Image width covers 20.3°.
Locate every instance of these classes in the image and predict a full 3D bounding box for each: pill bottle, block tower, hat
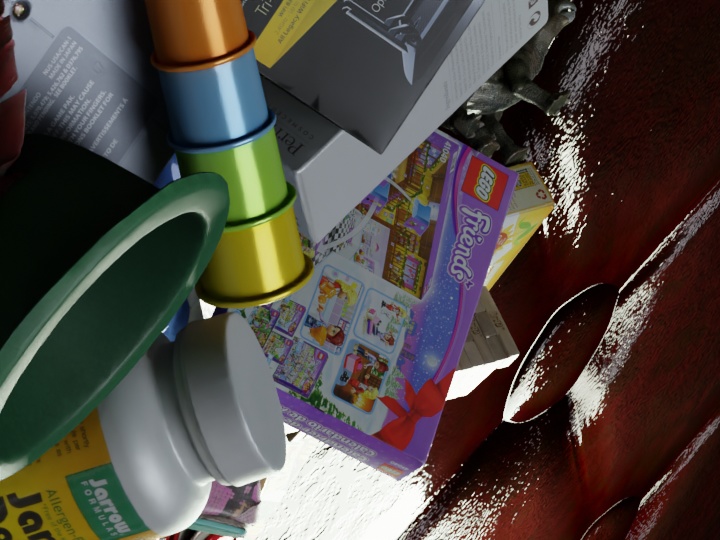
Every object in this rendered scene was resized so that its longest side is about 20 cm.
[{"bbox_3d":[-0.143,0.089,1.011,0.199,0.114,0.113,-17,156,10],"label":"pill bottle"},{"bbox_3d":[0.003,0.061,1.249,0.199,0.054,0.058,-12,157,-36],"label":"block tower"},{"bbox_3d":[-0.170,-0.035,0.892,0.200,0.176,0.166,-49,170,-8],"label":"hat"}]

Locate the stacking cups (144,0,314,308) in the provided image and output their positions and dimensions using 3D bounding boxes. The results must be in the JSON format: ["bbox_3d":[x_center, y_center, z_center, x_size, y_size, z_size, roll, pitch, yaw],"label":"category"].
[{"bbox_3d":[-0.066,-0.085,0.937,0.060,0.060,0.201,-30,120,-40],"label":"stacking cups"}]

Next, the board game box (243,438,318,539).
[{"bbox_3d":[-0.098,0.134,1.356,0.105,0.023,0.200,-55,155,8],"label":"board game box"}]

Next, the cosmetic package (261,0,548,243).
[{"bbox_3d":[0.003,-0.123,1.112,0.200,0.101,0.071,-45,153,-19],"label":"cosmetic package"}]

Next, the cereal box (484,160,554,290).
[{"bbox_3d":[0.010,0.003,1.254,0.199,0.040,0.144,-15,156,-32],"label":"cereal box"}]

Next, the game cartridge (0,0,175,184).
[{"bbox_3d":[-0.165,-0.050,0.931,0.201,0.040,0.133,-55,133,-6],"label":"game cartridge"}]

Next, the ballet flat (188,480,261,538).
[{"bbox_3d":[-0.146,0.116,1.176,0.199,0.069,0.072,8,78,-32],"label":"ballet flat"}]

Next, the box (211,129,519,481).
[{"bbox_3d":[0.000,0.000,1.138,0.039,0.136,0.201,-41,-155,58],"label":"box"}]

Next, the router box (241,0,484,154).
[{"bbox_3d":[-0.001,-0.183,0.983,0.157,0.052,0.201,32,96,-23],"label":"router box"}]

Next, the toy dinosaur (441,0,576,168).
[{"bbox_3d":[0.061,-0.119,1.238,0.199,0.102,0.077,-15,146,-41],"label":"toy dinosaur"}]

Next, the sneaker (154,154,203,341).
[{"bbox_3d":[-0.136,0.006,1.065,0.111,0.077,0.201,-27,145,-44],"label":"sneaker"}]

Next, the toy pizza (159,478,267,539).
[{"bbox_3d":[-0.119,0.162,1.293,0.200,0.032,0.201,-39,152,-26],"label":"toy pizza"}]
